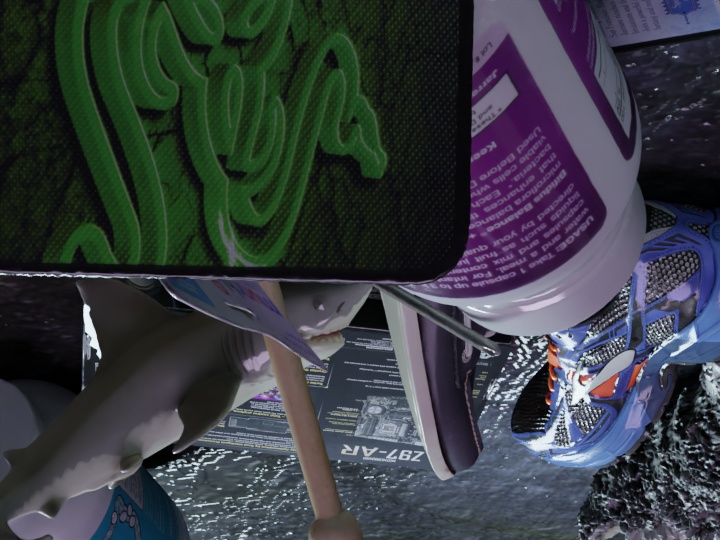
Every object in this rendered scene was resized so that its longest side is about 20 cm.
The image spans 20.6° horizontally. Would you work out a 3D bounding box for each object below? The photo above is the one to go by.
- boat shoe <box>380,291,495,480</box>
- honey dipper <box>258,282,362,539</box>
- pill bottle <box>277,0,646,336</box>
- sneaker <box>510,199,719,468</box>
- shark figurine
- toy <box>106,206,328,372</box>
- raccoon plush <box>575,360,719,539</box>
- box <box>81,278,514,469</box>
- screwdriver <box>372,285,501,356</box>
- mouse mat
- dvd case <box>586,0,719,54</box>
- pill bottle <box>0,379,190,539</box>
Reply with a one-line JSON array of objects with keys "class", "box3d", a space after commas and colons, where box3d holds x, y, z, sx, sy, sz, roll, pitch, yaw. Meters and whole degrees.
[{"class": "boat shoe", "box3d": [0.041, 0.011, 0.837, 0.062, 0.073, 0.201, -15, 131, -3]}, {"class": "honey dipper", "box3d": [-0.035, 0.024, 0.794, 0.038, 0.202, 0.038, -14, -171, 2]}, {"class": "pill bottle", "box3d": [0.029, -0.057, 0.659, 0.111, 0.113, 0.200, -8, 150, 21]}, {"class": "sneaker", "box3d": [0.112, 0.023, 0.904, 0.078, 0.076, 0.200, 19, 142, -11]}, {"class": "shark figurine", "box3d": [-0.109, 0.048, 0.846, 0.214, 0.090, 0.128, -30, 179, -30]}, {"class": "toy", "box3d": [-0.075, -0.064, 0.637, 0.047, 0.200, 0.115, -44, 155, 7]}, {"class": "raccoon plush", "box3d": [0.155, 0.073, 0.985, 0.133, 0.097, 0.201, 0, 140, 25]}, {"class": "box", "box3d": [-0.036, 0.041, 0.968, 0.198, 0.044, 0.161, 6, 152, -5]}, {"class": "screwdriver", "box3d": [0.000, 0.000, 0.789, 0.029, 0.028, 0.200, 21, -175, -42]}, {"class": "mouse mat", "box3d": [-0.047, -0.098, 0.551, 0.159, 0.202, 0.008, 1, 178, 3]}, {"class": "dvd case", "box3d": [0.090, -0.121, 0.673, 0.198, 0.018, 0.143, -8, 151, 19]}, {"class": "pill bottle", "box3d": [-0.172, 0.131, 1.082, 0.110, 0.112, 0.200, -4, 152, 14]}]
